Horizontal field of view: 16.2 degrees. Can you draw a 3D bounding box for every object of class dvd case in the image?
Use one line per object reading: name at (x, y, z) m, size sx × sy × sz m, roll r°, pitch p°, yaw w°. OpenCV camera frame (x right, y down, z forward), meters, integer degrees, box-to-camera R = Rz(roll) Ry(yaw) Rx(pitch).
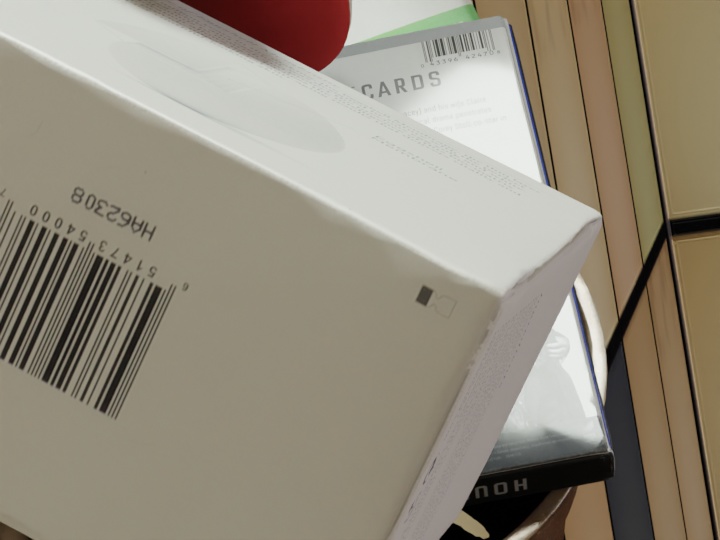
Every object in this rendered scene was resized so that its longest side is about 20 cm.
dvd case at (0.000, 0.000, 0.929) m, size 0.025 × 0.150 × 0.200 m, roll 80°, pitch 0°, yaw -55°

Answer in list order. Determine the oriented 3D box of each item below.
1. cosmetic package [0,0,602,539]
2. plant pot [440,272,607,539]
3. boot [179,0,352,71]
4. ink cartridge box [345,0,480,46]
cosmetic package at (-0.053, 0.001, 0.739) m, size 0.123 × 0.199 × 0.200 m, roll -65°, pitch 171°, yaw 13°
plant pot at (-0.001, 0.095, 0.999) m, size 0.198 × 0.200 × 0.200 m, roll 81°, pitch 9°, yaw -53°
boot at (-0.042, -0.107, 0.848) m, size 0.200 × 0.072 × 0.144 m, roll 56°, pitch 2°, yaw -46°
ink cartridge box at (-0.012, -0.115, 1.088) m, size 0.146 × 0.084 × 0.200 m, roll 93°, pitch -25°, yaw -70°
